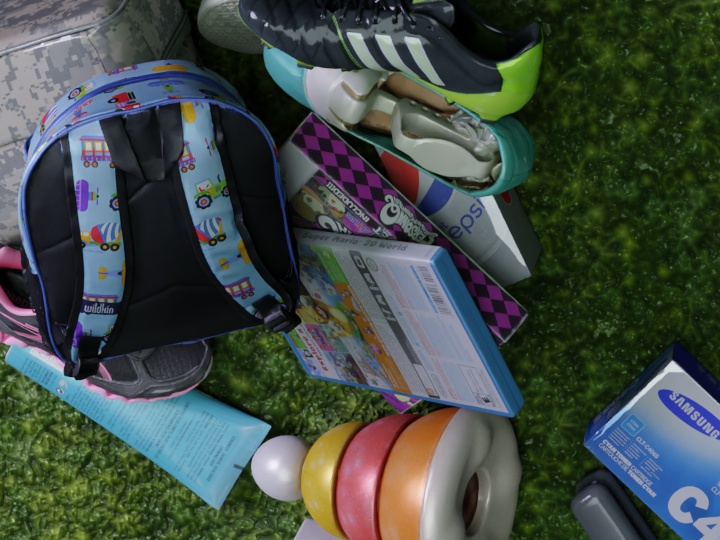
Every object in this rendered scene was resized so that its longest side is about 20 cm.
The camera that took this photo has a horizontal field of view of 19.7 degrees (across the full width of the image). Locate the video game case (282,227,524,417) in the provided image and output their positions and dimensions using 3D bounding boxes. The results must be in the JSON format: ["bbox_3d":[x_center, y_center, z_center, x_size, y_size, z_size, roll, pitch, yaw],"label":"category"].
[{"bbox_3d":[0.008,0.031,1.420,0.199,0.018,0.144,8,138,44],"label":"video game case"}]

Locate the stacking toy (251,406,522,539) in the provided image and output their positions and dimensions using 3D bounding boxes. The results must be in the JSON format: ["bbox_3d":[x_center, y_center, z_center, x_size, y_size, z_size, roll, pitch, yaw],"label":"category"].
[{"bbox_3d":[0.006,0.154,1.513,0.198,0.146,0.147,8,111,26],"label":"stacking toy"}]

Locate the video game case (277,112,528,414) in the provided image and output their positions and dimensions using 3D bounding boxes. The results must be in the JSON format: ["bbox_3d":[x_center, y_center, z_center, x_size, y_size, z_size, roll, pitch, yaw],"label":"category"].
[{"bbox_3d":[0.000,0.000,1.442,0.200,0.036,0.181,43,151,-4],"label":"video game case"}]

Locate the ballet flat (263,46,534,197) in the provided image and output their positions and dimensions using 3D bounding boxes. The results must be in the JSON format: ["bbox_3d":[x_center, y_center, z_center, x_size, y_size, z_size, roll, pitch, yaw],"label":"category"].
[{"bbox_3d":[0.022,-0.108,1.363,0.199,0.070,0.068,26,113,5],"label":"ballet flat"}]

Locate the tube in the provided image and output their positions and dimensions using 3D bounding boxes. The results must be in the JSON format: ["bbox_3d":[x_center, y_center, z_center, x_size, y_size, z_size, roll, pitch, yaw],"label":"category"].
[{"bbox_3d":[-0.171,0.098,1.562,0.199,0.050,0.078,32,105,-3],"label":"tube"}]

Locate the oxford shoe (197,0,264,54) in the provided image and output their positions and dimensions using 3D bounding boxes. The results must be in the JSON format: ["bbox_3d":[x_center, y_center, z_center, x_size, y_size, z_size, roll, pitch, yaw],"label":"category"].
[{"bbox_3d":[-0.058,-0.202,1.392,0.075,0.058,0.200,13,157,-15],"label":"oxford shoe"}]

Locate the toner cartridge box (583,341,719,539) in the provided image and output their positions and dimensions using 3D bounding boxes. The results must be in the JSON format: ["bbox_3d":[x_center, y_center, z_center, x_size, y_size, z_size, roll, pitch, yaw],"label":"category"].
[{"bbox_3d":[0.264,0.155,1.486,0.200,0.043,0.095,43,110,-4],"label":"toner cartridge box"}]

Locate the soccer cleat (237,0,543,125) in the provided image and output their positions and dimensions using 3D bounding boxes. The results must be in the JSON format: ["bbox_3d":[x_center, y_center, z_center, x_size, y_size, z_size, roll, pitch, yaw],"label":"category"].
[{"bbox_3d":[0.022,-0.158,1.317,0.198,0.068,0.081,17,137,-2],"label":"soccer cleat"}]

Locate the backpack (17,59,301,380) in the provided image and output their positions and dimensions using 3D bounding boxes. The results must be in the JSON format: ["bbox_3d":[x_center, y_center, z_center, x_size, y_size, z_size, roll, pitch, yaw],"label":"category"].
[{"bbox_3d":[-0.136,-0.050,1.321,0.181,0.135,0.201,-13,135,-6],"label":"backpack"}]

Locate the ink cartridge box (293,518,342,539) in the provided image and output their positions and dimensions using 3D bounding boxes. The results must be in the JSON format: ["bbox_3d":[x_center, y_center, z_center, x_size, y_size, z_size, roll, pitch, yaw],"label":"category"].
[{"bbox_3d":[-0.006,0.312,1.551,0.124,0.129,0.202,10,109,9],"label":"ink cartridge box"}]

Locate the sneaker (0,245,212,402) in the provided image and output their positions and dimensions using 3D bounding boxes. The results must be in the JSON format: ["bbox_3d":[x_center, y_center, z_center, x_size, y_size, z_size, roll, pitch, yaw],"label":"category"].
[{"bbox_3d":[-0.197,0.034,1.499,0.198,0.080,0.095,20,156,-11],"label":"sneaker"}]

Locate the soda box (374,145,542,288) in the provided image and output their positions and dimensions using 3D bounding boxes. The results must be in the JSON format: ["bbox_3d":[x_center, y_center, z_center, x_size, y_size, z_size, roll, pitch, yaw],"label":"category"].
[{"bbox_3d":[0.055,-0.081,1.440,0.063,0.068,0.201,-23,103,18],"label":"soda box"}]

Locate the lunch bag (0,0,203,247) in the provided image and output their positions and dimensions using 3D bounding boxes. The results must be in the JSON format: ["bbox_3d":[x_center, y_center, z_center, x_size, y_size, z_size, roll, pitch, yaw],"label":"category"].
[{"bbox_3d":[-0.203,-0.111,1.449,0.198,0.140,0.169,-15,118,19],"label":"lunch bag"}]

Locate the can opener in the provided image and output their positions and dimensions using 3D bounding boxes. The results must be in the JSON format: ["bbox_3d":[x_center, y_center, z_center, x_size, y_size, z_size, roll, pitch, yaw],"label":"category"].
[{"bbox_3d":[0.210,0.241,1.521,0.066,0.053,0.201,-27,100,20],"label":"can opener"}]
